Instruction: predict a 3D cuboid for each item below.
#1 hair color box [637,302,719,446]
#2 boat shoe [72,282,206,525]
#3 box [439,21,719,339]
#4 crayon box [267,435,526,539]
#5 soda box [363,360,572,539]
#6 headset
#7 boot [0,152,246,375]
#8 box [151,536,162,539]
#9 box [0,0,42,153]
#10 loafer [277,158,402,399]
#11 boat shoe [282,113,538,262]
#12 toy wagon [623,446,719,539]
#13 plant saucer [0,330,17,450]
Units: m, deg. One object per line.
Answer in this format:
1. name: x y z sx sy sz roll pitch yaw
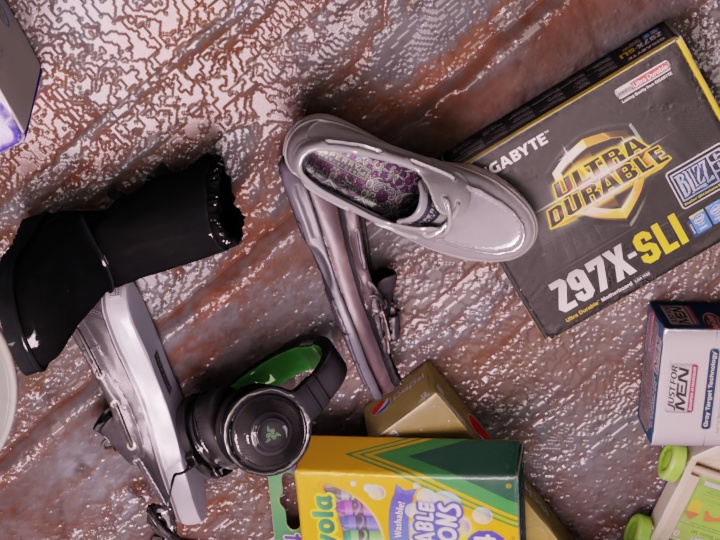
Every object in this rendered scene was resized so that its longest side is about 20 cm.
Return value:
1. hair color box: 0.320 0.081 1.727 0.198 0.061 0.101 1 110 -6
2. boat shoe: -0.173 0.106 1.688 0.066 0.070 0.201 -15 111 9
3. box: 0.183 -0.065 1.667 0.199 0.049 0.160 -30 112 6
4. crayon box: 0.024 0.191 1.684 0.198 0.052 0.127 1 120 10
5. soda box: 0.089 0.171 1.738 0.068 0.064 0.200 -36 110 9
6. headset: -0.083 0.130 1.645 0.200 0.123 0.094 -43 108 -32
7. boot: -0.166 -0.009 1.579 0.161 0.199 0.074 -16 115 8
8. box: -0.075 0.278 1.755 0.198 0.078 0.096 7 111 -8
9. box: -0.330 -0.111 1.526 0.199 0.184 0.105 -28 110 6
10. loafer: 0.000 0.000 1.663 0.063 0.072 0.201 -22 108 -1
11. boat shoe: 0.039 -0.053 1.596 0.199 0.069 0.072 28 107 -15
12. toy wagon: 0.288 0.221 1.790 0.154 0.040 0.201 19 108 -12
13. plant saucer: -0.358 0.097 1.674 0.198 0.050 0.202 -2 111 -4
